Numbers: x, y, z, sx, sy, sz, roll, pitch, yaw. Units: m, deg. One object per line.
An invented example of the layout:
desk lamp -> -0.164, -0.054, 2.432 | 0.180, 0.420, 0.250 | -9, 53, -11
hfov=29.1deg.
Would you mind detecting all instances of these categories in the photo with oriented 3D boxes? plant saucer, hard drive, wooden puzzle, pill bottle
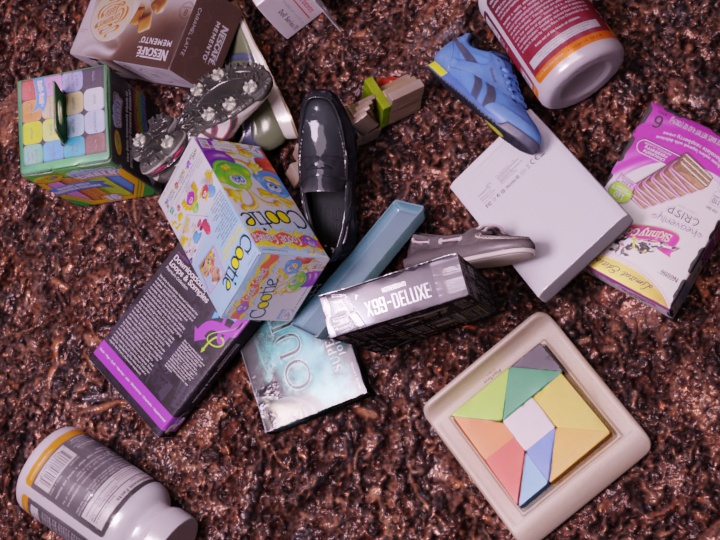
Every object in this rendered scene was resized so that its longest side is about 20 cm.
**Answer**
plant saucer -> 0.000, 0.000, 1.618 | 0.200, 0.019, 0.070 | -49, 27, -12
hard drive -> 0.200, -0.076, 1.567 | 0.132, 0.027, 0.200 | -44, 50, 11
wooden puzzle -> 0.193, 0.174, 1.549 | 0.185, 0.037, 0.200 | -40, 70, 5
pill bottle -> -0.296, 0.279, 1.630 | 0.199, 0.116, 0.117 | 30, 88, 19
pill bottle -> 0.208, -0.296, 1.607 | 0.113, 0.113, 0.201 | -33, 72, 7

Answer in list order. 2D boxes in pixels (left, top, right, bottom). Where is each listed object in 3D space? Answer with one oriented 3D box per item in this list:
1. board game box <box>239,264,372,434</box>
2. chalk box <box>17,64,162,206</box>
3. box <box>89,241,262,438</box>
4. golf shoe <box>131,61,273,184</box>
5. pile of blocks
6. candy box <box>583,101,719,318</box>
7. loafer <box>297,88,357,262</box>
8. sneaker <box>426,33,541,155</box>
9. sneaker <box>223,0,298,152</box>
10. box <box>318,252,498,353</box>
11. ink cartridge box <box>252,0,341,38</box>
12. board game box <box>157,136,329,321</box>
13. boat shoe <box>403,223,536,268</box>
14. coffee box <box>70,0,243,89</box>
board game box -> -0.079, 0.079, 1.655 | 0.135, 0.028, 0.201 | -23, 72, 10
chalk box -> -0.339, -0.168, 1.695 | 0.123, 0.200, 0.126 | -8, 75, 15
box -> -0.220, 0.080, 1.677 | 0.143, 0.036, 0.200 | 44, 102, 23
golf shoe -> -0.180, -0.176, 1.672 | 0.199, 0.088, 0.077 | -32, 54, 14
pile of blocks -> -0.018, -0.183, 1.666 | 0.199, 0.082, 0.062 | -35, 71, 7
candy box -> 0.336, -0.068, 1.546 | 0.136, 0.061, 0.201 | 29, 88, 21
loafer -> -0.038, -0.108, 1.607 | 0.068, 0.070, 0.202 | -2, 108, 12
sneaker -> 0.156, -0.211, 1.606 | 0.078, 0.066, 0.200 | -43, 50, 3
sneaker -> -0.152, -0.234, 1.724 | 0.089, 0.067, 0.201 | -26, 75, 4
box -> 0.058, 0.040, 1.531 | 0.157, 0.200, 0.050 | -18, 78, 12
ink cartridge box -> -0.113, -0.367, 1.716 | 0.067, 0.117, 0.201 | -36, 70, 7
board game box -> -0.138, -0.048, 1.617 | 0.105, 0.103, 0.200 | -56, 48, 30
boat shoe -> 0.116, -0.029, 1.558 | 0.199, 0.067, 0.057 | -12, 76, 52
coffee box -> -0.256, -0.296, 1.730 | 0.199, 0.080, 0.115 | 17, 84, 41
